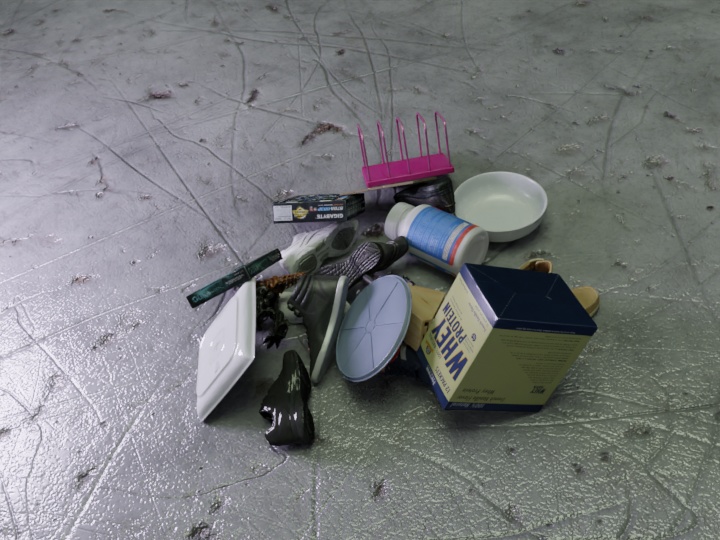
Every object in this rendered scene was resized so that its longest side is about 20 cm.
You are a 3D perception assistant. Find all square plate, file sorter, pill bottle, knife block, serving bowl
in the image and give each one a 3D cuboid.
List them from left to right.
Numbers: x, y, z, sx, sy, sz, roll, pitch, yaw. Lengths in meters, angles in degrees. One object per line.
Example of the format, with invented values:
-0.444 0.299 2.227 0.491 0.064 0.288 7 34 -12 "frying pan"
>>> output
-0.246 0.138 1.399 0.028 0.200 0.198 24 36 -26 "square plate"
0.061 0.067 1.424 0.175 0.064 0.200 11 22 13 "knife block"
0.098 -0.284 1.782 0.199 0.126 0.139 -10 22 -1 "file sorter"
0.150 -0.069 1.585 0.200 0.112 0.112 27 54 31 "pill bottle"
0.294 -0.125 1.653 0.199 0.066 0.200 -5 44 5 "serving bowl"

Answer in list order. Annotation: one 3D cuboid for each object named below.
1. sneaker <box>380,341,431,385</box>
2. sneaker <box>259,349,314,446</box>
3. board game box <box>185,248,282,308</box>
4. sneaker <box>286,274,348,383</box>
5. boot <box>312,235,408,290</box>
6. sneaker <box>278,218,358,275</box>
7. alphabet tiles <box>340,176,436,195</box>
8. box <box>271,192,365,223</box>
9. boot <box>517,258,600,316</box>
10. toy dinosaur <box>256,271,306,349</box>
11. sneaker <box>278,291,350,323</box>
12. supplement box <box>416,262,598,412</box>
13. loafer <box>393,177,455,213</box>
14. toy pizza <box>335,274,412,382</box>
0.058 0.164 1.389 0.084 0.075 0.200 -33 38 -25 "sneaker"
-0.134 0.220 1.365 0.090 0.076 0.200 -16 39 7 "sneaker"
-0.241 0.012 1.522 0.135 0.028 0.200 -27 5 16 "board game box"
-0.090 0.099 1.423 0.099 0.071 0.201 12 90 12 "sneaker"
0.000 0.000 1.566 0.200 0.070 0.132 -28 -8 31 "boot"
-0.093 -0.063 1.651 0.200 0.078 0.099 -34 43 -26 "sneaker"
0.069 -0.186 1.703 0.167 0.008 0.200 -7 6 23 "alphabet tiles"
-0.086 -0.135 1.668 0.158 0.046 0.200 -1 10 11 "box"
0.349 0.040 1.404 0.199 0.156 0.073 -19 44 -10 "boot"
-0.191 0.063 1.491 0.102 0.200 0.136 17 38 -29 "toy dinosaur"
-0.094 0.066 1.512 0.200 0.080 0.071 13 49 24 "sneaker"
0.232 0.114 1.269 0.199 0.200 0.134 6 36 -26 "supplement box"
0.135 -0.149 1.675 0.073 0.073 0.200 -25 11 -21 "loafer"
0.028 0.103 1.358 0.200 0.032 0.201 -39 36 35 "toy pizza"
